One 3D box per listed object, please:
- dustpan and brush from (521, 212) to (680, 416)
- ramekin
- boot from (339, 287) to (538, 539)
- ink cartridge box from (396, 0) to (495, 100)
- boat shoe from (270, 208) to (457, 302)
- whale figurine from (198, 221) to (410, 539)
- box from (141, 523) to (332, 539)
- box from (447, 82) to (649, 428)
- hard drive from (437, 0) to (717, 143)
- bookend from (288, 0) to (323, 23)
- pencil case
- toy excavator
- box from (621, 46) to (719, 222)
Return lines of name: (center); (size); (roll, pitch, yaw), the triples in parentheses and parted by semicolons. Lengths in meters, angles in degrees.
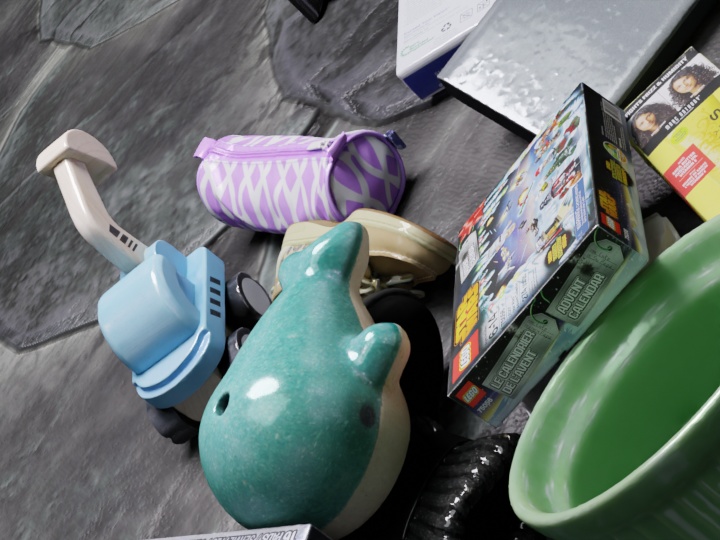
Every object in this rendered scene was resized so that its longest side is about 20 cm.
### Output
dustpan and brush: (0.140, 0.077, 0.897); (0.139, 0.057, 0.201); (-33, 29, 34)
ramekin: (0.174, 0.073, 0.756); (0.200, 0.098, 0.200); (-48, 10, 11)
boot: (0.046, 0.101, 0.946); (0.157, 0.079, 0.213); (-17, 55, 50)
ink cartridge box: (0.116, -0.256, 1.257); (0.199, 0.041, 0.201); (-28, 39, 28)
boat shoe: (0.000, 0.000, 1.124); (0.200, 0.073, 0.063); (-6, 57, 61)
whale figurine: (-0.039, 0.061, 0.923); (0.159, 0.103, 0.202); (-28, 49, 44)
box: (-0.074, 0.235, 0.911); (0.199, 0.132, 0.115); (-14, 45, 43)
box: (0.108, -0.015, 0.923); (0.137, 0.040, 0.200); (-52, 13, 26)
hard drive: (0.166, -0.181, 1.093); (0.139, 0.033, 0.200); (35, 86, 37)
bookend: (0.018, -0.364, 1.439); (0.199, 0.092, 0.200); (-18, 46, 38)
pencil case: (-0.052, -0.072, 1.237); (0.199, 0.085, 0.084); (1, 59, 52)
toy excavator: (-0.167, 0.004, 1.192); (0.100, 0.200, 0.195); (-34, 36, 22)
box: (0.227, -0.057, 0.917); (0.075, 0.050, 0.200); (-43, 33, 11)
